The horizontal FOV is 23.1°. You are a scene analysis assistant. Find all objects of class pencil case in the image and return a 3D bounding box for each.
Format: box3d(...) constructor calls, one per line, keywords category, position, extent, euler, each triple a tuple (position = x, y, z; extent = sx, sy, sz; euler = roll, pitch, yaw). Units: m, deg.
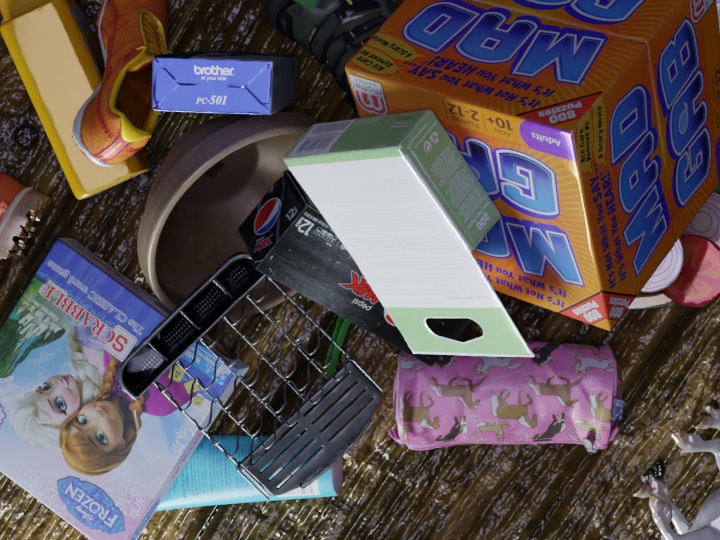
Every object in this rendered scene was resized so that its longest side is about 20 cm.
box3d(category="pencil case", position=(0.123, 0.108, 1.498), extent=(0.198, 0.087, 0.083), euler=(0, 129, 4))

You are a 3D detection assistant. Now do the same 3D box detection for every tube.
box3d(category="tube", position=(-0.117, 0.174, 1.539), extent=(0.198, 0.050, 0.078), euler=(-2, 87, 9))

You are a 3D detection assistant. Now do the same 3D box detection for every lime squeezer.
box3d(category="lime squeezer", position=(-0.027, 0.000, 1.488), extent=(0.070, 0.038, 0.201), euler=(-20, 130, -2))

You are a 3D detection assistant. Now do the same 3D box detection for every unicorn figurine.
box3d(category="unicorn figurine", position=(0.298, 0.212, 1.496), extent=(0.137, 0.074, 0.200), euler=(41, 91, -12))

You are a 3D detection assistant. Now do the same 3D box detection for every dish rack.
box3d(category="dish rack", position=(-0.083, 0.093, 1.454), extent=(0.153, 0.055, 0.200), euler=(-43, 106, 6))

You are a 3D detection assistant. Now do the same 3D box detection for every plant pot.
box3d(category="plant pot", position=(-0.106, -0.061, 1.468), extent=(0.201, 0.201, 0.093), euler=(-45, 52, 6))

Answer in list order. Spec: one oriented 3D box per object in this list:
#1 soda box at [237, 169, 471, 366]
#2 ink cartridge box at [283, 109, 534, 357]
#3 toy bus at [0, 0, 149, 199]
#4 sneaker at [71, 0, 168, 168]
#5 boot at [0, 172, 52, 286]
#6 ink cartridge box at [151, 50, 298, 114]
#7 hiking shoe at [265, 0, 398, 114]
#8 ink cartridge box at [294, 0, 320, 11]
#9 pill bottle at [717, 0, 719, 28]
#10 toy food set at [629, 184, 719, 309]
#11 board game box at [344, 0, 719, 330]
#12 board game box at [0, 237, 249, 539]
box3d(category="soda box", position=(0.000, 0.000, 1.433), extent=(0.199, 0.063, 0.071), euler=(30, 108, -33))
box3d(category="ink cartridge box", position=(0.046, -0.024, 1.322), extent=(0.048, 0.145, 0.200), euler=(-49, 118, -28))
box3d(category="toy bus", position=(-0.250, -0.165, 1.496), extent=(0.065, 0.078, 0.201), euler=(-24, 94, 6))
box3d(category="sneaker", position=(-0.180, -0.171, 1.453), extent=(0.077, 0.201, 0.073), euler=(-26, 136, 35))
box3d(category="boot", position=(-0.362, -0.002, 1.527), extent=(0.107, 0.075, 0.201), euler=(30, 88, 4))
box3d(category="ink cartridge box", position=(-0.106, -0.154, 1.426), extent=(0.093, 0.200, 0.045), euler=(3, 98, 3))
box3d(category="hiking shoe", position=(0.007, -0.177, 1.458), extent=(0.199, 0.101, 0.076), euler=(25, 130, 1))
box3d(category="ink cartridge box", position=(-0.088, -0.329, 1.438), extent=(0.199, 0.084, 0.147), euler=(27, 64, 0))
box3d(category="pill bottle", position=(0.263, -0.224, 1.436), extent=(0.198, 0.120, 0.121), euler=(5, 96, 3))
box3d(category="toy food set", position=(0.238, -0.061, 1.489), extent=(0.199, 0.049, 0.199), euler=(-12, 95, 4))
box3d(category="board game box", position=(0.143, -0.117, 1.336), extent=(0.199, 0.201, 0.200), euler=(20, 54, 33))
box3d(category="board game box", position=(-0.231, 0.109, 1.525), extent=(0.199, 0.041, 0.200), euler=(34, 97, 10))
